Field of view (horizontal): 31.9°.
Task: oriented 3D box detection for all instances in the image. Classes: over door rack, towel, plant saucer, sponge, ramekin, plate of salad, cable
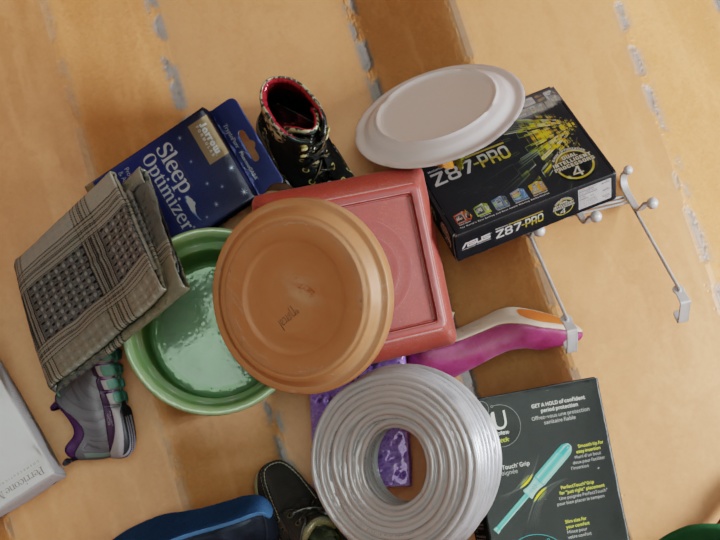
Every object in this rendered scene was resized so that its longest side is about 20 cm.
[{"bbox_3d":[0.270,-0.023,1.411,0.146,0.067,0.202,-14,58,-4],"label":"over door rack"},{"bbox_3d":[-0.284,0.002,1.349,0.199,0.034,0.194,-37,51,12],"label":"towel"},{"bbox_3d":[0.000,0.000,1.343,0.198,0.037,0.202,-12,90,-17],"label":"plant saucer"},{"bbox_3d":[-0.063,0.027,1.287,0.198,0.032,0.203,2,95,22],"label":"plant saucer"},{"bbox_3d":[-0.001,0.140,1.402,0.110,0.030,0.203,-4,80,12],"label":"sponge"},{"bbox_3d":[-0.159,0.061,1.386,0.197,0.098,0.203,1,80,-3],"label":"ramekin"},{"bbox_3d":[0.091,-0.168,1.420,0.198,0.200,0.048,-28,126,-7],"label":"plate of salad"},{"bbox_3d":[0.044,0.197,1.303,0.200,0.069,0.201,-43,69,20],"label":"cable"}]

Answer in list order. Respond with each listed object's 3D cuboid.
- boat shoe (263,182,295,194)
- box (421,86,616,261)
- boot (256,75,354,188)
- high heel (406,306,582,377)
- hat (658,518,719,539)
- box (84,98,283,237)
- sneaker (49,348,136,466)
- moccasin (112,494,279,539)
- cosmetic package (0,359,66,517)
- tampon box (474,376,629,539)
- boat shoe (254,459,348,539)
[{"bbox_3d":[-0.036,-0.009,1.402,0.201,0.075,0.075,34,62,-9],"label":"boat shoe"},{"bbox_3d":[0.165,-0.111,1.423,0.198,0.049,0.162,-21,48,-6],"label":"box"},{"bbox_3d":[-0.048,-0.116,1.393,0.073,0.154,0.204,-36,84,-8],"label":"boot"},{"bbox_3d":[0.151,0.094,1.424,0.197,0.067,0.097,3,104,-13],"label":"high heel"},{"bbox_3d":[0.416,0.319,1.416,0.166,0.176,0.200,49,119,3],"label":"hat"},{"bbox_3d":[-0.199,-0.096,1.422,0.199,0.032,0.122,-33,83,5],"label":"box"},{"bbox_3d":[-0.306,0.111,1.384,0.086,0.074,0.203,-11,82,0],"label":"sneaker"},{"bbox_3d":[-0.181,0.299,1.340,0.198,0.081,0.069,-15,109,19],"label":"moccasin"},{"bbox_3d":[-0.414,0.163,1.368,0.101,0.074,0.201,-32,82,-7],"label":"cosmetic package"},{"bbox_3d":[0.193,0.231,1.362,0.148,0.126,0.203,-9,81,-4],"label":"tampon box"},{"bbox_3d":[-0.048,0.281,1.345,0.071,0.066,0.202,-18,61,-27],"label":"boat shoe"}]
